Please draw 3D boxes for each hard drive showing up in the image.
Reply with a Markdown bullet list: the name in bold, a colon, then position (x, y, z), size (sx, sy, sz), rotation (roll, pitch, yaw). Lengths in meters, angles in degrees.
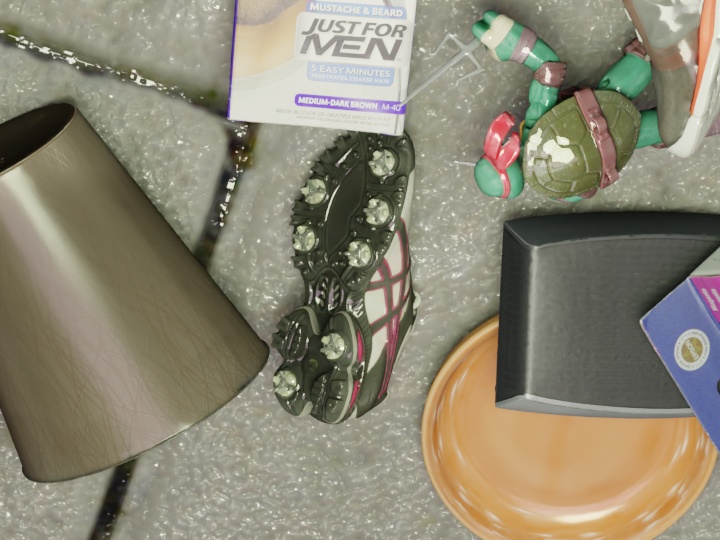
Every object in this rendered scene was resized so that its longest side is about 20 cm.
- **hard drive**: position (0.188, 0.031, 1.597), size (0.200, 0.042, 0.135), rotation (1, 98, -13)

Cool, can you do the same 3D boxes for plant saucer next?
- **plant saucer**: position (0.140, 0.102, 1.674), size (0.200, 0.037, 0.200), rotation (0, 117, 0)

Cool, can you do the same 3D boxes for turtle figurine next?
- **turtle figurine**: position (0.130, -0.090, 1.530), size (0.200, 0.101, 0.150), rotation (-23, 135, -11)

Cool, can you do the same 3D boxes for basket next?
- **basket**: position (-0.183, 0.008, 1.581), size (0.180, 0.136, 0.200), rotation (-25, 110, 8)

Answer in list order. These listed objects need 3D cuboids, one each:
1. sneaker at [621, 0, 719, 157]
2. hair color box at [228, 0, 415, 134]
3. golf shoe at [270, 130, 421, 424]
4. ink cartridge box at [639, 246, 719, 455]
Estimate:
- **sneaker**: position (0.181, -0.166, 1.462), size (0.082, 0.077, 0.200), rotation (10, 115, 18)
- **hair color box**: position (-0.019, -0.187, 1.507), size (0.109, 0.065, 0.200), rotation (5, 115, -1)
- **golf shoe**: position (0.000, 0.000, 1.612), size (0.077, 0.088, 0.200), rotation (21, 101, 34)
- **ink cartridge box**: position (0.300, 0.045, 1.589), size (0.200, 0.043, 0.196), rotation (-42, 114, -16)
